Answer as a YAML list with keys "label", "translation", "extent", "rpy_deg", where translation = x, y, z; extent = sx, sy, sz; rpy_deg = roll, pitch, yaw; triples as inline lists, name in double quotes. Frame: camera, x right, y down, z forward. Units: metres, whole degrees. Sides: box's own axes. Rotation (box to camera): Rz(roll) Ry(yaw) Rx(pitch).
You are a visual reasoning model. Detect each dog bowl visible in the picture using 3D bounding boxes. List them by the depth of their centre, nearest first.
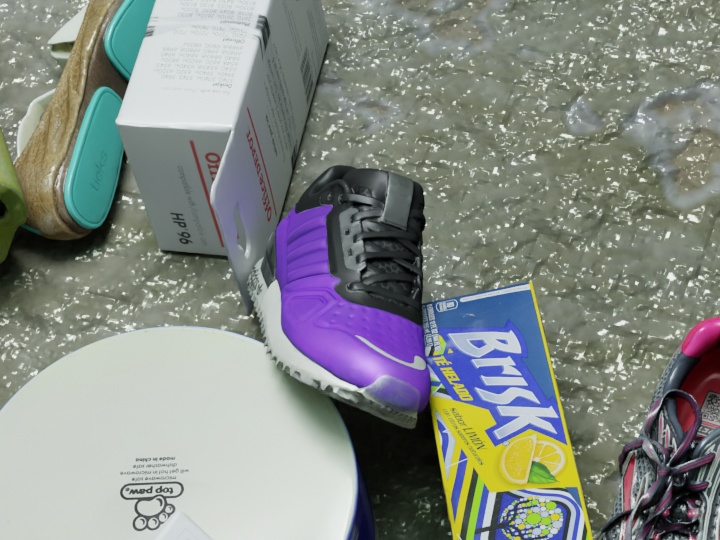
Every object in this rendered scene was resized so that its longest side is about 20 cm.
- label: "dog bowl"
  translation: [-0.093, 0.129, 1.164]
  extent: [0.199, 0.079, 0.201]
  rpy_deg: [-4, 54, 6]

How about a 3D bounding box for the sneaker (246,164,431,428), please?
- label: "sneaker"
  translation: [-0.001, 0.000, 1.179]
  extent: [0.100, 0.069, 0.200]
  rpy_deg: [-60, 24, 12]

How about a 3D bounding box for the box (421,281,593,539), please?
- label: "box"
  translation: [0.071, 0.097, 1.139]
  extent: [0.064, 0.070, 0.200]
  rpy_deg: [-11, 40, 2]

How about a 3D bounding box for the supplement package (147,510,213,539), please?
- label: "supplement package"
  translation: [-0.056, 0.224, 0.980]
  extent: [0.200, 0.120, 0.121]
  rpy_deg: [43, 46, -2]

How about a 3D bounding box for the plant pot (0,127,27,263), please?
- label: "plant pot"
  translation: [-0.275, -0.079, 1.290]
  extent: [0.200, 0.201, 0.185]
  rpy_deg: [-26, 66, -9]

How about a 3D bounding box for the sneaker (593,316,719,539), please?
- label: "sneaker"
  translation: [0.149, 0.114, 1.138]
  extent: [0.080, 0.075, 0.200]
  rpy_deg: [8, 58, 15]

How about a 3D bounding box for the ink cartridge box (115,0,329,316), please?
- label: "ink cartridge box"
  translation: [-0.076, -0.088, 1.292]
  extent: [0.068, 0.116, 0.200]
  rpy_deg: [4, 55, 13]

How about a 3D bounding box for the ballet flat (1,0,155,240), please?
- label: "ballet flat"
  translation: [-0.153, -0.102, 1.357]
  extent: [0.072, 0.068, 0.200]
  rpy_deg: [-1, 57, 33]
